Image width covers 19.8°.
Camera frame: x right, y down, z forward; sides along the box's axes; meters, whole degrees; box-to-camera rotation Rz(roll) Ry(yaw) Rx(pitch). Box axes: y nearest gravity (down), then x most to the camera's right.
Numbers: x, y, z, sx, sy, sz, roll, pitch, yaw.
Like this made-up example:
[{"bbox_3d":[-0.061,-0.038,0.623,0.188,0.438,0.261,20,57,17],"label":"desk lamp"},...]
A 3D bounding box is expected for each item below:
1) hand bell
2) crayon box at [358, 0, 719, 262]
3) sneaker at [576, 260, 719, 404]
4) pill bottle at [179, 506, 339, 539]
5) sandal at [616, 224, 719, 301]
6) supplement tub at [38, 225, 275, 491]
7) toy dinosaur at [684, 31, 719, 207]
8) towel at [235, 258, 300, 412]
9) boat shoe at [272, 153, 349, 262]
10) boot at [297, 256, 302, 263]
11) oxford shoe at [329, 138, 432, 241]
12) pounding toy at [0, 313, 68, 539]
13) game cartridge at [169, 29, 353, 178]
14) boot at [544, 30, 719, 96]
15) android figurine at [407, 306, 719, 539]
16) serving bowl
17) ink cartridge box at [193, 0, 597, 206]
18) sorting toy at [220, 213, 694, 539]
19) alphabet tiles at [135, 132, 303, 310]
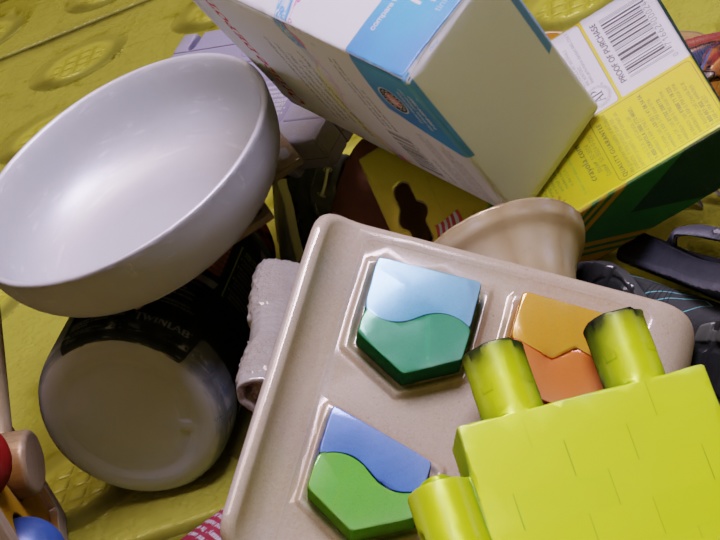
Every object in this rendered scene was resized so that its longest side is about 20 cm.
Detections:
[{"bbox_3d":[0.106,0.072,1.048,0.104,0.104,0.200,-26,58,2],"label":"hand bell"},{"bbox_3d":[0.109,-0.063,1.185,0.200,0.051,0.127,-30,49,10],"label":"crayon box"},{"bbox_3d":[0.173,0.049,1.091,0.079,0.075,0.200,12,9,-33],"label":"sneaker"},{"bbox_3d":[-0.053,0.174,1.014,0.200,0.113,0.113,-35,27,-17],"label":"pill bottle"},{"bbox_3d":[0.197,-0.006,1.129,0.043,0.076,0.200,-68,22,2],"label":"sandal"},{"bbox_3d":[-0.121,0.037,1.323,0.122,0.123,0.200,-16,27,22],"label":"supplement tub"},{"bbox_3d":[0.141,-0.115,1.259,0.181,0.200,0.105,-38,-9,14],"label":"toy dinosaur"},{"bbox_3d":[0.032,0.056,1.126,0.200,0.035,0.133,15,28,-7],"label":"towel"},{"bbox_3d":[-0.024,-0.023,1.409,0.068,0.072,0.200,-3,32,-4],"label":"boat shoe"},{"bbox_3d":[0.049,0.015,1.280,0.155,0.077,0.200,7,34,43],"label":"boot"},{"bbox_3d":[0.000,0.000,1.221,0.071,0.071,0.200,-1,65,22],"label":"oxford shoe"},{"bbox_3d":[-0.238,0.115,1.216,0.142,0.184,0.200,-26,26,1],"label":"pounding toy"},{"bbox_3d":[-0.070,-0.112,1.371,0.200,0.038,0.130,-2,53,42],"label":"game cartridge"},{"bbox_3d":[0.143,-0.106,1.398,0.201,0.071,0.144,-9,28,23],"label":"boot"},{"bbox_3d":[0.117,0.116,0.933,0.182,0.041,0.200,-12,64,-8],"label":"android figurine"},{"bbox_3d":[-0.129,-0.041,1.230,0.200,0.066,0.200,-22,36,17],"label":"serving bowl"},{"bbox_3d":[0.012,-0.129,1.155,0.200,0.145,0.085,28,79,40],"label":"ink cartridge box"},{"bbox_3d":[0.051,0.074,0.986,0.200,0.036,0.185,16,65,0],"label":"sorting toy"},{"bbox_3d":[-0.126,-0.050,1.304,0.167,0.008,0.200,-34,33,-2],"label":"alphabet tiles"}]
